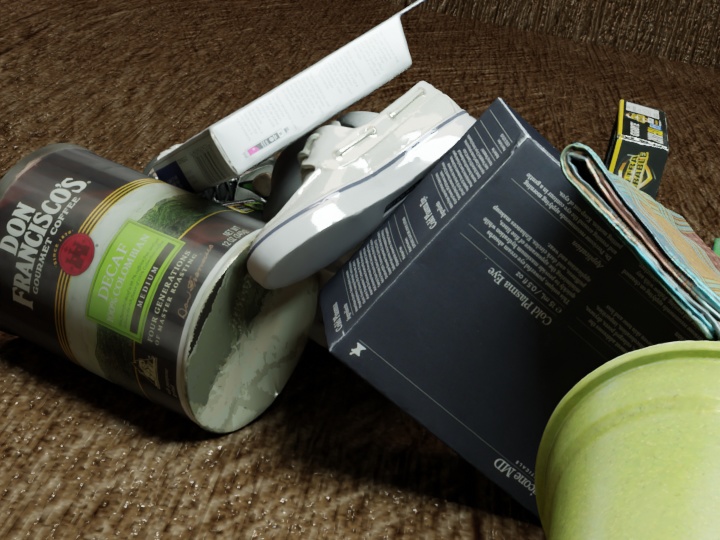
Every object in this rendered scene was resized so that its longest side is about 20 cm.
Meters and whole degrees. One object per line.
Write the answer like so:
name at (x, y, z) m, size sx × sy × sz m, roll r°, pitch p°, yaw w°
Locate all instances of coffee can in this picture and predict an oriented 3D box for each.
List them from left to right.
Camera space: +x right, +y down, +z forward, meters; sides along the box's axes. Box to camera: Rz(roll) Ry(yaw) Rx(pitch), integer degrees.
coffee can at (-0.151, 0.009, 1.018) m, size 0.199 × 0.147 × 0.146 m, roll 21°, pitch 21°, yaw 27°

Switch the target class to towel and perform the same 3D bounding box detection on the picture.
towel at (0.199, -0.004, 0.869) m, size 0.147 × 0.022 × 0.200 m, roll 53°, pitch 17°, yaw 26°

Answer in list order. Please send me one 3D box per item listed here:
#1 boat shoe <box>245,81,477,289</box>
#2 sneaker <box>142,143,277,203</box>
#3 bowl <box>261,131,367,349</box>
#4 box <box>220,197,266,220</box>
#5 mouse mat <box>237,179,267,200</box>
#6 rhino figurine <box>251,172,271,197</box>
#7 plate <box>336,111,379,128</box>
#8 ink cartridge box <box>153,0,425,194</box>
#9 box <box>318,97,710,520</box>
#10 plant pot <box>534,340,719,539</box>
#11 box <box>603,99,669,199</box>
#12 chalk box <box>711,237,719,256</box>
boat shoe at (-0.009, -0.063, 0.960) m, size 0.200 × 0.071 × 0.070 m, roll -37°, pitch 75°, yaw -26°
sneaker at (-0.128, -0.085, 1.433) m, size 0.090 × 0.067 × 0.200 m, roll 22°, pitch 19°, yaw 35°
bowl at (0.000, 0.000, 1.073) m, size 0.200 × 0.202 × 0.090 m, roll 19°, pitch 53°, yaw 22°
box at (-0.086, -0.003, 1.250) m, size 0.193 × 0.048 × 0.200 m, roll 22°, pitch 22°, yaw 33°
mouse mat at (-0.002, -0.066, 1.353) m, size 0.160 × 0.008 × 0.200 m, roll -5°, pitch -13°, yaw 24°
rhino figurine at (0.007, -0.029, 1.223) m, size 0.199 × 0.060 × 0.087 m, roll 24°, pitch 12°, yaw 19°
plate at (0.077, -0.060, 1.123) m, size 0.199 × 0.032 × 0.200 m, roll 28°, pitch -8°, yaw 5°
ink cartridge box at (-0.040, -0.120, 1.038) m, size 0.200 × 0.043 × 0.196 m, roll -32°, pitch 7°, yaw -17°
box at (0.106, 0.027, 0.946) m, size 0.200 × 0.182 × 0.104 m, roll 40°, pitch 11°, yaw -17°
plant pot at (0.166, 0.167, 0.722) m, size 0.200 × 0.201 × 0.184 m, roll 15°, pitch 31°, yaw 12°
box at (0.224, -0.036, 1.286) m, size 0.049 × 0.201 × 0.160 m, roll 14°, pitch 19°, yaw 4°
chalk box at (0.328, 0.056, 1.196) m, size 0.199 × 0.125 × 0.124 m, roll 16°, pitch 19°, yaw 11°
